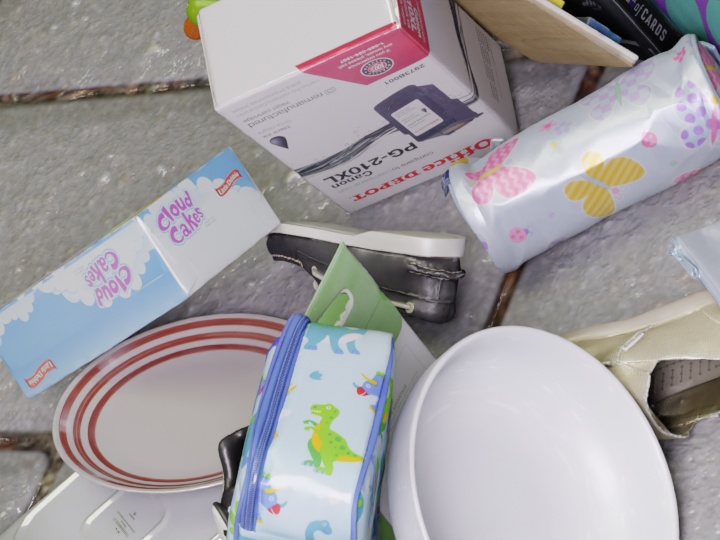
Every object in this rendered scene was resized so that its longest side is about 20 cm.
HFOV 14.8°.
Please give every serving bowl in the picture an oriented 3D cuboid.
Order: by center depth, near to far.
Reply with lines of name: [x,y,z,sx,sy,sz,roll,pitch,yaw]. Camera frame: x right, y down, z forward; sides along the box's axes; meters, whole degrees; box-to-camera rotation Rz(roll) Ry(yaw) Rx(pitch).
serving bowl: [0.090,0.137,1.592,0.066,0.200,0.201,-30,33,48]

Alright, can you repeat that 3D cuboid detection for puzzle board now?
puzzle board: [0.093,-0.183,1.862,0.017,0.150,0.200,-60,16,-3]

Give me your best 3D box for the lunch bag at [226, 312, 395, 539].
lunch bag: [-0.028,0.136,1.554,0.082,0.201,0.161,11,43,5]

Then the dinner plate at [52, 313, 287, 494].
dinner plate: [-0.110,0.094,1.869,0.198,0.024,0.201,-7,33,5]

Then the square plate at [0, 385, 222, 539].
square plate: [-0.153,0.175,1.861,0.198,0.028,0.200,-42,39,-2]

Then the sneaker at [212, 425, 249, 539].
sneaker: [-0.061,0.176,1.696,0.075,0.088,0.201,-27,34,11]

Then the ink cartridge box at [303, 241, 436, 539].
ink cartridge box: [-0.003,0.083,1.694,0.059,0.200,0.104,3,54,40]

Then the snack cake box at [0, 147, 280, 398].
snack cake box: [-0.161,0.003,1.918,0.200,0.067,0.115,-31,4,43]

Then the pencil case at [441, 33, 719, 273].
pencil case: [0.155,-0.077,1.819,0.199,0.083,0.091,-28,26,14]

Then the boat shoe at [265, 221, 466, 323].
boat shoe: [0.000,0.000,1.883,0.199,0.074,0.061,7,94,49]

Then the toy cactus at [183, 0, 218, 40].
toy cactus: [-0.055,-0.186,2.058,0.102,0.200,0.165,-39,77,-25]

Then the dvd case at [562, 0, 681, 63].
dvd case: [0.112,-0.199,1.909,0.199,0.150,0.025,18,75,43]

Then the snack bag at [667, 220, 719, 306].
snack bag: [0.306,0.003,1.632,0.199,0.022,0.189,-22,40,-7]

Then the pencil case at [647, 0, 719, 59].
pencil case: [0.260,-0.183,1.837,0.092,0.085,0.200,-43,38,-4]

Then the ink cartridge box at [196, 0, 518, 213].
ink cartridge box: [0.002,-0.132,1.891,0.144,0.200,0.085,-22,62,19]

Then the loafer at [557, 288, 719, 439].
loafer: [0.164,0.072,1.674,0.199,0.076,0.068,-27,34,14]
